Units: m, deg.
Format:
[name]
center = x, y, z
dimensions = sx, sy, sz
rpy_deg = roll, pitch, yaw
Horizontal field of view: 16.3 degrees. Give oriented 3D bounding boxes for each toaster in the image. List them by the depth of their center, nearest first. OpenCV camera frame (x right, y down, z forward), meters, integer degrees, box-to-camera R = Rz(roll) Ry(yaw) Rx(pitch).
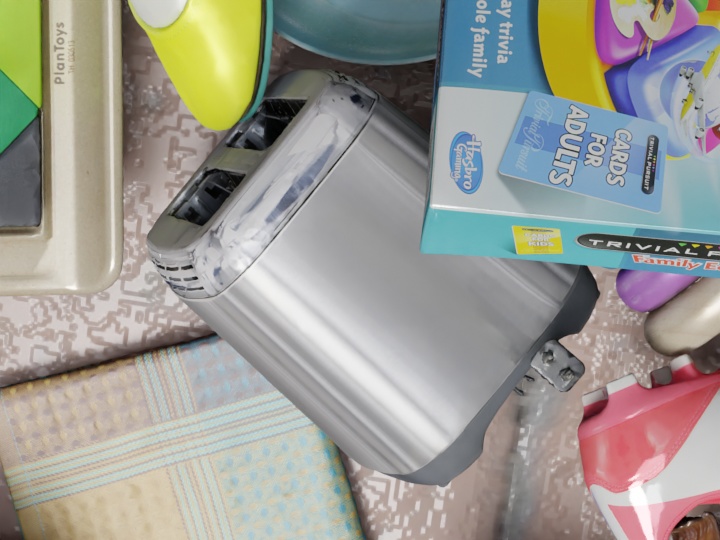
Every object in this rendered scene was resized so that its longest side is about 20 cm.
[toaster]
center = 0.000, 0.000, 0.943
dimensions = 0.129, 0.200, 0.114
rpy_deg = 40, 86, -13

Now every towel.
[towel]
center = -0.067, 0.129, 1.072
dimensions = 0.146, 0.022, 0.200
rpy_deg = -14, 100, 7

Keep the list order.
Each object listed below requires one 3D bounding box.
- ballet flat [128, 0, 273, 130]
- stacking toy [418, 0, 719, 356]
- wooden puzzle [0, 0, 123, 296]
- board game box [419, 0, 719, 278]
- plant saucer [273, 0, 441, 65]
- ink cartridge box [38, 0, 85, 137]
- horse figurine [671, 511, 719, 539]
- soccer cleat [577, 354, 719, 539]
[ballet flat]
center = -0.073, -0.154, 0.950
dimensions = 0.067, 0.067, 0.201
rpy_deg = 1, 89, -37
[stacking toy]
center = 0.088, -0.065, 0.992
dimensions = 0.085, 0.085, 0.200
rpy_deg = -41, 90, 12
[wooden puzzle]
center = -0.191, -0.081, 0.961
dimensions = 0.199, 0.037, 0.186
rpy_deg = -1, 94, -8
[board game box]
center = 0.126, -0.074, 0.850
dimensions = 0.199, 0.047, 0.151
rpy_deg = 5, 71, -1
[plant saucer]
center = 0.019, -0.177, 0.954
dimensions = 0.200, 0.027, 0.201
rpy_deg = 0, 90, 30
[ink cartridge box]
center = -0.225, -0.077, 0.995
dimensions = 0.200, 0.050, 0.161
rpy_deg = -40, 98, -8
[horse figurine]
center = 0.212, 0.139, 1.034
dimensions = 0.199, 0.050, 0.133
rpy_deg = 9, 108, -6
[soccer cleat]
center = 0.181, 0.057, 0.989
dimensions = 0.200, 0.067, 0.077
rpy_deg = -15, 84, -15
